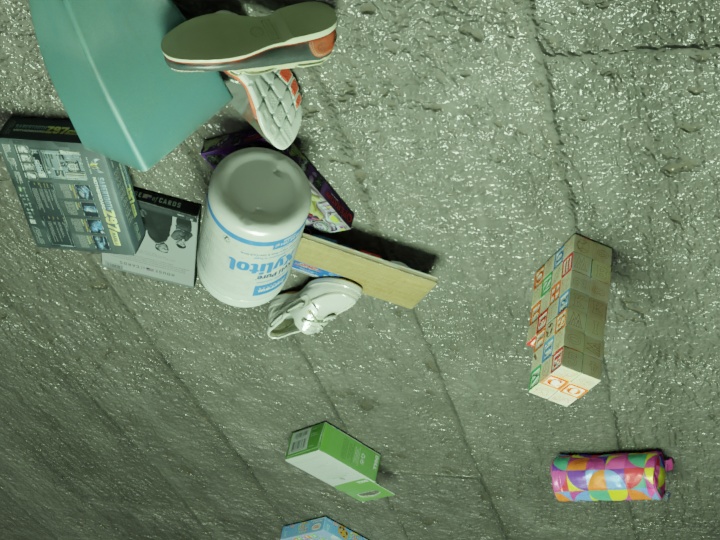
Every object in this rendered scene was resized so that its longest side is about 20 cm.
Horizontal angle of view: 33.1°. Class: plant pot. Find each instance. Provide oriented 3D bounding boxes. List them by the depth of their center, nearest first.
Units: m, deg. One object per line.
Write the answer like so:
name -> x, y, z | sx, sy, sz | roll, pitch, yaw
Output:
plant pot -> -0.268, -0.242, 1.336 | 0.141, 0.141, 0.201 | 22, 147, 45

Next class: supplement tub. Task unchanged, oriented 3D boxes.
supplement tub -> -0.140, -0.053, 1.565 | 0.130, 0.133, 0.201 | 16, 148, -3

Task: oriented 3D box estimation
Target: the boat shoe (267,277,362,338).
boat shoe -> -0.071, 0.064, 1.809 | 0.070, 0.070, 0.199 | 29, 149, -29

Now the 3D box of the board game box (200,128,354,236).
board game box -> -0.108, -0.113, 1.609 | 0.119, 0.033, 0.200 | -6, 143, 35

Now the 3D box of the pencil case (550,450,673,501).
pencil case -> 0.425, 0.350, 2.057 | 0.198, 0.089, 0.089 | -6, 143, 28

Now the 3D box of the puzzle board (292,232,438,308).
puzzle board -> 0.000, 0.000, 1.720 | 0.198, 0.018, 0.151 | 19, 162, -6

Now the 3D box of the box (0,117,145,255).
box -> -0.393, -0.113, 1.660 | 0.156, 0.051, 0.201 | 5, 135, 14

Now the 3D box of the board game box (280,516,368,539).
board game box -> -0.055, 0.607, 2.667 | 0.199, 0.037, 0.151 | 35, 142, -28

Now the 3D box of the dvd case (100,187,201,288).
dvd case -> -0.311, -0.050, 1.782 | 0.149, 0.025, 0.201 | 15, 148, -1

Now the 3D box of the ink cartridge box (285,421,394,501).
ink cartridge box -> -0.032, 0.361, 2.264 | 0.199, 0.060, 0.103 | 34, 143, -29

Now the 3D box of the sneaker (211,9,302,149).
sneaker -> -0.139, -0.226, 1.423 | 0.081, 0.077, 0.201 | 10, 145, 40

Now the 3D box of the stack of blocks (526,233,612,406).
stack of blocks -> 0.268, 0.070, 1.580 | 0.058, 0.202, 0.115 | 20, 146, -11

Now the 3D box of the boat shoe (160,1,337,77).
boat shoe -> -0.119, -0.242, 1.320 | 0.198, 0.072, 0.063 | -15, 150, -18
